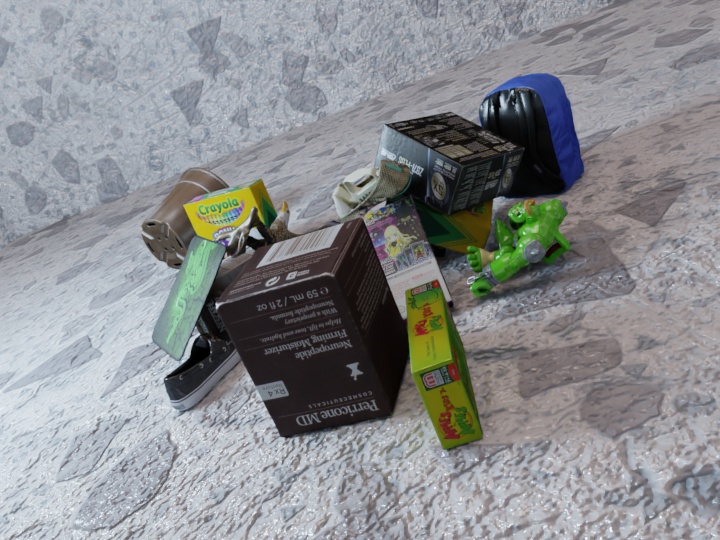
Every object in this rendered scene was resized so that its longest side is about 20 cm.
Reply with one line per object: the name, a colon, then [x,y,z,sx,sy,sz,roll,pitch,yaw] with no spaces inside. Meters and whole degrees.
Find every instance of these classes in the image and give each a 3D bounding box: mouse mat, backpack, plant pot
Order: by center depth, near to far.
mouse mat: [-0.291,0.041,1.230,0.160,0.007,0.203,15,81,56]
backpack: [0.310,-0.256,1.338,0.161,0.203,0.168,-5,27,41]
plant pot: [-0.437,-0.122,1.849,0.198,0.202,0.199,-5,34,40]

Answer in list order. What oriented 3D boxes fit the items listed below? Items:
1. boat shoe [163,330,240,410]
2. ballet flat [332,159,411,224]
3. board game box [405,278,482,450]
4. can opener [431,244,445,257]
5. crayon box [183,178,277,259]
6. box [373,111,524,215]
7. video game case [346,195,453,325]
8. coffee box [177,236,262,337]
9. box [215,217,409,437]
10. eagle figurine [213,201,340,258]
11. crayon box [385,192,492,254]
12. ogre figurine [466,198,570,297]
boat shoe: [-0.248,0.138,1.172,0.069,0.067,0.200,-8,26,34]
ballet flat: [0.001,-0.122,1.143,0.199,0.074,0.069,-33,40,54]
board game box: [0.093,0.101,0.847,0.047,0.103,0.201,-20,21,9]
can opener: [0.088,-0.050,1.302,0.064,0.078,0.200,-62,17,6]
crayon box: [-0.269,-0.093,1.600,0.197,0.175,0.058,-10,23,32]
box: [0.146,-0.182,1.203,0.163,0.087,0.199,33,34,28]
video game case: [0.017,0.006,1.092,0.197,0.184,0.036,-22,-24,3]
coffee box: [-0.212,0.035,1.317,0.199,0.114,0.079,-36,24,-28]
box: [-0.050,0.070,0.932,0.163,0.203,0.165,-15,22,20]
eagle figurine: [-0.120,-0.042,1.229,0.151,0.198,0.153,31,96,55]
crayon box: [0.136,-0.111,1.242,0.169,0.059,0.201,15,29,4]
ogre figurine: [0.237,-0.045,1.069,0.199,0.099,0.119,-23,-4,-45]
